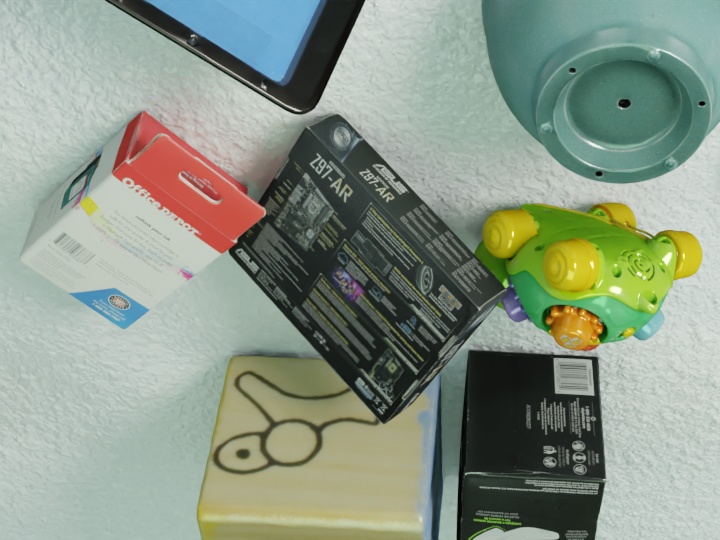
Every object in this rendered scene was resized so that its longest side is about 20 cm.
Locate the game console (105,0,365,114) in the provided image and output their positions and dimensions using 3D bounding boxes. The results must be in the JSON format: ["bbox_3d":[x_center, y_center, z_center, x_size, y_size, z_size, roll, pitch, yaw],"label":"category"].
[{"bbox_3d":[-0.064,-0.236,0.997,0.199,0.117,0.176,30,131,-20],"label":"game console"}]

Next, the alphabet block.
[{"bbox_3d":[-0.029,0.210,1.368,0.198,0.196,0.197,2,132,7],"label":"alphabet block"}]

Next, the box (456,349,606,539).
[{"bbox_3d":[0.151,0.194,1.355,0.123,0.149,0.201,3,133,3],"label":"box"}]

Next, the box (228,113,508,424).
[{"bbox_3d":[0.000,0.000,1.192,0.200,0.043,0.161,46,131,12],"label":"box"}]

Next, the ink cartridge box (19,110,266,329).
[{"bbox_3d":[-0.175,-0.048,1.226,0.116,0.068,0.200,37,128,-25],"label":"ink cartridge box"}]

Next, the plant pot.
[{"bbox_3d":[0.181,-0.147,1.036,0.198,0.135,0.201,4,133,4],"label":"plant pot"}]

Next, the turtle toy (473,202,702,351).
[{"bbox_3d":[0.163,0.003,1.171,0.145,0.200,0.102,-5,111,-32],"label":"turtle toy"}]
